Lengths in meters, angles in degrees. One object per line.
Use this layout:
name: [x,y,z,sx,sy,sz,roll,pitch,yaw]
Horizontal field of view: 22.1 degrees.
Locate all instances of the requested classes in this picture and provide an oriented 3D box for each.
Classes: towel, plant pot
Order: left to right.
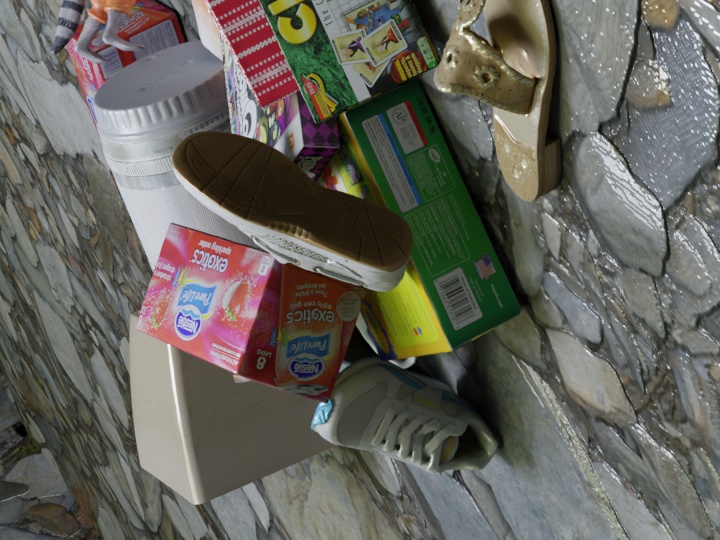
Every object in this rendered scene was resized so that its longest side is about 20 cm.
plant pot: [-0.145,0.113,1.985,0.200,0.199,0.178,17,126,64]
towel: [-0.059,-0.240,1.369,0.201,0.144,0.022,63,-163,-3]

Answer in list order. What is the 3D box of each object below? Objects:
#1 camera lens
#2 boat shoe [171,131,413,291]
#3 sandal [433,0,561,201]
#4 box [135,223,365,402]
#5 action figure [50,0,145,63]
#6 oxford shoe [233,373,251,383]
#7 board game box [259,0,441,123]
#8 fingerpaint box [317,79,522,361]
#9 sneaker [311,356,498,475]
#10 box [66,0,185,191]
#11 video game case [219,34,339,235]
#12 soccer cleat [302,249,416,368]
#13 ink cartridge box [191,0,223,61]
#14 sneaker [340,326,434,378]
camera lens: [-0.149,-0.095,1.733,0.160,0.159,0.201,30,145,57]
boat shoe: [-0.056,-0.036,1.400,0.199,0.071,0.070,28,149,12]
sandal: [0.084,-0.124,1.224,0.078,0.069,0.213,41,152,46]
box: [-0.095,0.032,1.534,0.200,0.095,0.100,18,89,58]
action figure: [-0.238,-0.299,1.715,0.200,0.104,0.195,179,89,-78]
oxford shoe: [-0.075,0.048,1.737,0.071,0.200,0.072,-10,108,23]
board game box: [-0.028,-0.219,1.343,0.201,0.104,0.023,64,-161,-4]
fingerpaint box: [0.032,-0.036,1.479,0.201,0.073,0.167,65,161,-2]
sneaker: [0.040,0.128,1.567,0.081,0.199,0.077,38,108,38]
box: [-0.223,-0.172,1.922,0.095,0.099,0.201,35,148,53]
video game case: [-0.069,-0.153,1.493,0.181,0.036,0.202,132,133,-62]
soccer cleat: [0.000,0.000,1.593,0.201,0.069,0.078,57,-176,-33]
ink cartridge box: [-0.155,-0.288,1.663,0.200,0.050,0.163,37,149,45]
sneaker: [-0.025,0.086,1.674,0.200,0.073,0.085,40,132,-9]
